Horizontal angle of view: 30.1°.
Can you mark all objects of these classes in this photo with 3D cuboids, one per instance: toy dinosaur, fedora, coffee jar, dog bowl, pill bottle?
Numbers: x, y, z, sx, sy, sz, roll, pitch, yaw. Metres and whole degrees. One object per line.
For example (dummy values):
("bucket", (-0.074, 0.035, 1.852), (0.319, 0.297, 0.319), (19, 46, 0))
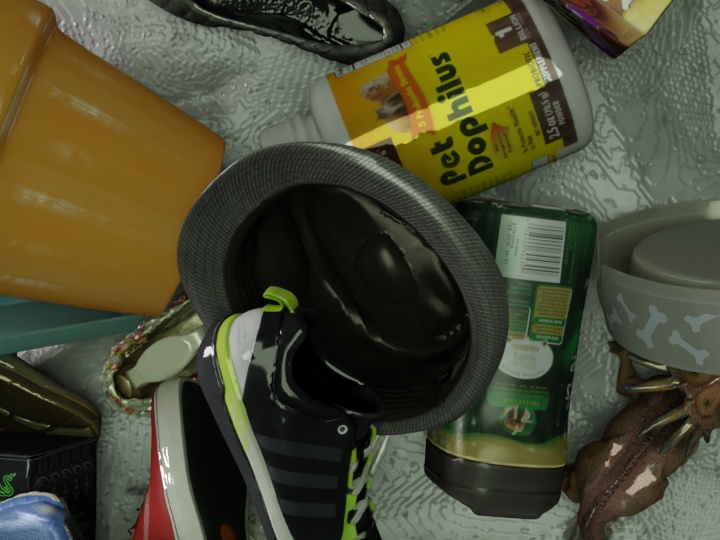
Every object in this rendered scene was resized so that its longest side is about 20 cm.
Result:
("toy dinosaur", (0.179, 0.112, 0.848), (0.086, 0.136, 0.200), (28, 94, 2))
("fedora", (0.000, 0.000, 0.794), (0.200, 0.090, 0.177), (39, 121, -4))
("coffee jar", (0.095, 0.056, 0.866), (0.085, 0.104, 0.200), (7, 93, -11))
("dog bowl", (0.239, 0.007, 0.818), (0.200, 0.200, 0.059), (-3, 107, 3))
("pill bottle", (0.041, -0.094, 0.863), (0.200, 0.109, 0.109), (-23, 90, 4))

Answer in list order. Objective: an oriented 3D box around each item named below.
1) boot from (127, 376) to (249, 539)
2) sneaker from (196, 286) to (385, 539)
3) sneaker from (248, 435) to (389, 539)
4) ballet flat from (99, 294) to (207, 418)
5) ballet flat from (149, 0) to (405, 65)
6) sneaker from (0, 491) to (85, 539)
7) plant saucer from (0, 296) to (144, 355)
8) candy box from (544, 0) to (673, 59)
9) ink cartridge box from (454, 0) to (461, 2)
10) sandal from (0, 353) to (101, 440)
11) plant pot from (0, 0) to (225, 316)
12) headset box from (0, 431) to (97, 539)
("boot", (-0.140, 0.175, 0.842), (0.144, 0.072, 0.200), (-26, 57, 23))
("sneaker", (-0.020, 0.104, 0.758), (0.083, 0.072, 0.200), (-20, 107, 24))
("sneaker", (-0.049, 0.144, 0.873), (0.074, 0.116, 0.200), (37, 95, 0))
("ballet flat", (-0.089, 0.037, 0.897), (0.200, 0.064, 0.076), (-37, 87, 3))
("ballet flat", (-0.065, -0.188, 0.892), (0.200, 0.057, 0.067), (16, 92, 3))
("sneaker", (-0.247, 0.193, 0.780), (0.200, 0.089, 0.079), (-27, 85, 15))
("plant saucer", (-0.239, 0.034, 0.851), (0.070, 0.200, 0.019), (33, 121, 43))
("candy box", (0.132, -0.189, 0.809), (0.117, 0.200, 0.056), (37, 97, 1))
("ink cartridge box", (0.016, -0.214, 0.815), (0.109, 0.200, 0.050), (15, 93, 3))
("sandal", (-0.261, 0.057, 0.909), (0.200, 0.054, 0.080), (31, 136, -13))
("plant pot", (-0.192, -0.058, 0.849), (0.183, 0.200, 0.200), (21, 93, -14))
("headset box", (-0.271, 0.195, 0.882), (0.174, 0.093, 0.200), (3, 92, 16))
